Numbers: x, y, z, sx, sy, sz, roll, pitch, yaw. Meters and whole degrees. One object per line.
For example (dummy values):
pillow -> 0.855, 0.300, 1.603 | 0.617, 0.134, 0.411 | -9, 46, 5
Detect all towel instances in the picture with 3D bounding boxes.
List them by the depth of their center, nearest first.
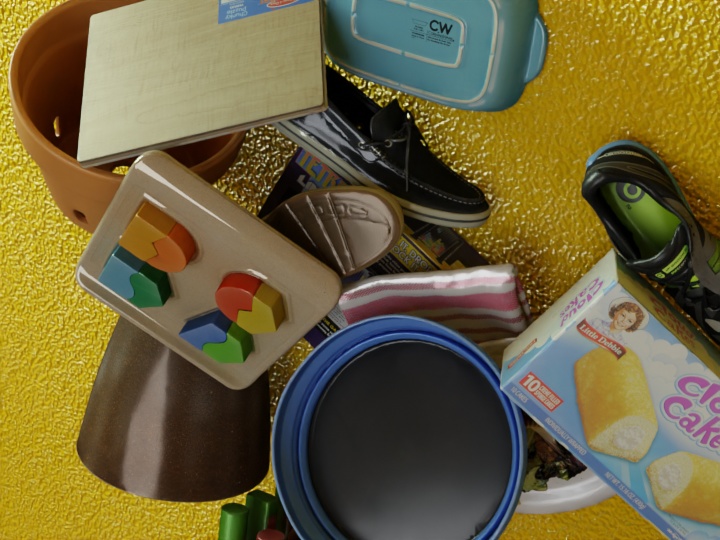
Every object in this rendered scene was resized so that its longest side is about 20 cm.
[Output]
towel -> 0.076, 0.081, 0.912 | 0.146, 0.030, 0.200 | -9, 127, 19

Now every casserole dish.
casserole dish -> 0.043, -0.186, 0.855 | 0.199, 0.039, 0.122 | 22, 125, 25

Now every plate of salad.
plate of salad -> 0.135, 0.135, 0.899 | 0.199, 0.048, 0.201 | 4, 129, 5

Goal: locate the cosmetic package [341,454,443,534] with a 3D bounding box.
cosmetic package -> 0.053, 0.204, 0.963 | 0.082, 0.051, 0.200 | 23, 164, 24

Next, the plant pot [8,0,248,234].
plant pot -> -0.199, -0.120, 0.979 | 0.200, 0.200, 0.140 | 42, 148, 11

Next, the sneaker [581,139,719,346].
sneaker -> 0.224, -0.003, 0.785 | 0.200, 0.083, 0.071 | 47, 127, 5

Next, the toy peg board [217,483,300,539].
toy peg board -> -0.031, 0.265, 1.047 | 0.199, 0.200, 0.098 | 15, 106, 30

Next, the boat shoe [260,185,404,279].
boat shoe -> -0.040, -0.030, 0.904 | 0.200, 0.064, 0.072 | -14, 103, 39

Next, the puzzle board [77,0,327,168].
puzzle board -> -0.122, -0.161, 0.879 | 0.199, 0.151, 0.017 | -11, 148, 13

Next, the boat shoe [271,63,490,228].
boat shoe -> 0.019, -0.099, 0.887 | 0.200, 0.075, 0.062 | 34, 118, 7

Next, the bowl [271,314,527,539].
bowl -> 0.030, 0.135, 0.851 | 0.200, 0.039, 0.202 | -3, 81, 23

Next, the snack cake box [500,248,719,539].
snack cake box -> 0.210, 0.098, 0.808 | 0.200, 0.067, 0.115 | 42, 112, -7

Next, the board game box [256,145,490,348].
board game box -> 0.000, 0.000, 0.970 | 0.200, 0.057, 0.165 | 44, 129, 9

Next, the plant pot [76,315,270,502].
plant pot -> -0.162, 0.083, 1.069 | 0.186, 0.187, 0.201 | 20, 109, 27

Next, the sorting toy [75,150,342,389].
sorting toy -> -0.132, 0.013, 0.910 | 0.185, 0.037, 0.200 | 35, 141, -8
